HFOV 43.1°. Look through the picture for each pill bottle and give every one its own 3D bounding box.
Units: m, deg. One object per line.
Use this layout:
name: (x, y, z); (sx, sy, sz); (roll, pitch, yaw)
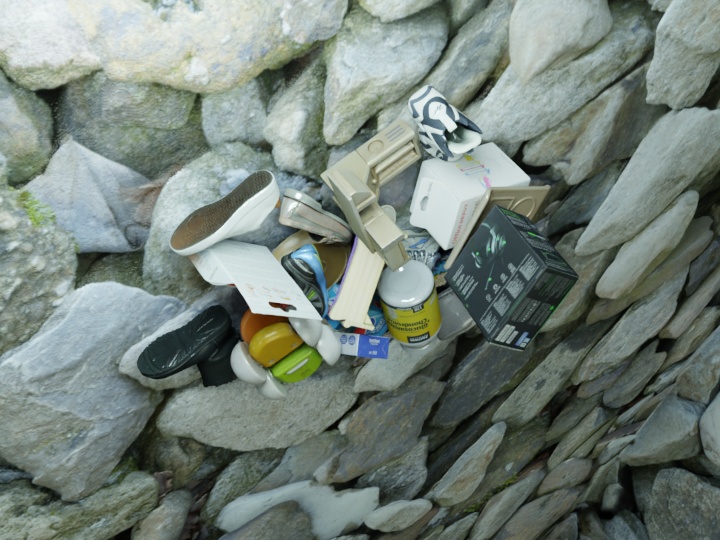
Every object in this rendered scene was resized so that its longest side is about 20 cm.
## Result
pill bottle: (0.102, 0.079, 1.804); (0.112, 0.112, 0.201); (-31, 141, -12)

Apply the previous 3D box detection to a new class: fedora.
fedora: (0.209, 0.090, 1.997); (0.199, 0.091, 0.177); (-30, 167, -9)

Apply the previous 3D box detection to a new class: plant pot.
plant pot: (-0.096, -0.001, 1.705); (0.199, 0.028, 0.201); (-25, 144, -20)

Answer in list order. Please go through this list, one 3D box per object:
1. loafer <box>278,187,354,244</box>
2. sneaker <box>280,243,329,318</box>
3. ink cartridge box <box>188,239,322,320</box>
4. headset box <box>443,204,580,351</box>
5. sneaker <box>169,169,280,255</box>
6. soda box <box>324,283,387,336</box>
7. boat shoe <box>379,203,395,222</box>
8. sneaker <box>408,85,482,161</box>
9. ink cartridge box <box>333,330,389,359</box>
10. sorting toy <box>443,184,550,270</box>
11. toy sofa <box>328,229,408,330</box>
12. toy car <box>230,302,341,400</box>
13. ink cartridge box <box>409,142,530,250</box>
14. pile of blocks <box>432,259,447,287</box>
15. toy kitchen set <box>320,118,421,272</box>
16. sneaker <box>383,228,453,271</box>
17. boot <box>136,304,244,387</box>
loafer: (-0.080, -0.079, 1.574); (0.200, 0.072, 0.063); (34, 78, -56)
sneaker: (-0.103, 0.025, 1.657); (0.082, 0.071, 0.200); (-14, 145, -2)
ink cartridge box: (-0.175, 0.025, 1.503); (0.162, 0.200, 0.050); (10, 123, -48)
headset box: (0.260, 0.008, 1.620); (0.092, 0.200, 0.175); (15, 119, -36)
sneaker: (-0.210, -0.073, 1.470); (0.199, 0.073, 0.085); (-34, 144, -10)
soda box: (-0.006, 0.083, 1.828); (0.064, 0.068, 0.200); (-48, 154, 13)
boat shoe: (0.012, -0.043, 1.739); (0.066, 0.057, 0.201); (2, 118, -29)
sneaker: (0.164, -0.226, 1.602); (0.079, 0.130, 0.199); (-35, 146, -4)
ink cartridge box: (-0.049, 0.139, 1.772); (0.094, 0.199, 0.045); (12, 83, -49)
sorting toy: (0.253, -0.086, 1.714); (0.199, 0.037, 0.186); (-9, 137, -43)
toy sofa: (0.000, 0.000, 1.657); (0.097, 0.083, 0.201); (13, 103, -26)
toy car: (-0.147, 0.126, 1.661); (0.174, 0.150, 0.200); (-35, 144, 4)
ink cartridge box: (0.197, -0.139, 1.738); (0.199, 0.125, 0.129); (-19, 142, -28)
pile of blocks: (0.167, -0.014, 1.918); (0.199, 0.062, 0.083); (-25, 134, -34)
toy kitchen set: (0.048, -0.149, 1.514); (0.180, 0.200, 0.163); (-36, 147, -5)
sneaker: (0.116, -0.035, 1.816); (0.199, 0.085, 0.077); (-19, 141, -27)
boot: (-0.294, 0.162, 1.665); (0.198, 0.073, 0.163); (-35, 146, -14)
